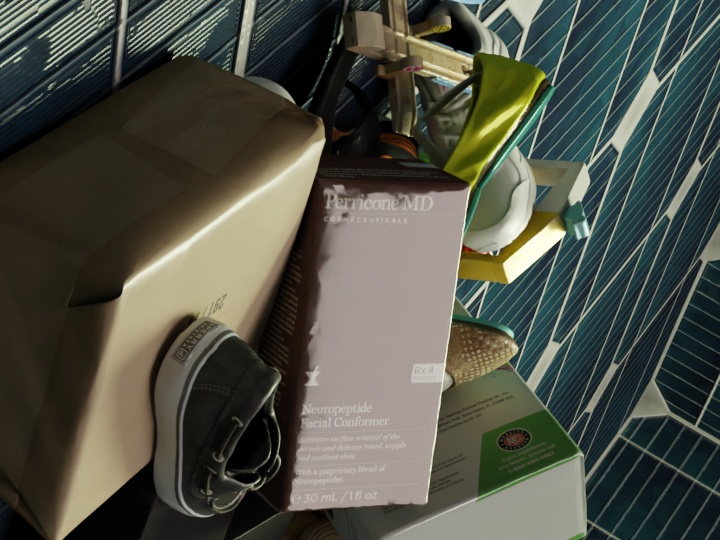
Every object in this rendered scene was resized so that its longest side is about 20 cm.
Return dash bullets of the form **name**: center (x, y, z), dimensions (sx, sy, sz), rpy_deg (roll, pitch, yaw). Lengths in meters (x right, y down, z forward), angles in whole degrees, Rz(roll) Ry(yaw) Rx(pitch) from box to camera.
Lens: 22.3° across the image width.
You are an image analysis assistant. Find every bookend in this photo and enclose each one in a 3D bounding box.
- **bookend**: center (-0.122, 0.153, 1.192), dimensions (0.199, 0.092, 0.200), rpy_deg (-25, 146, -48)

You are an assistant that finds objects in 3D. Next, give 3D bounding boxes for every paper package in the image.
- **paper package**: center (-0.126, 0.012, 0.972), dimensions (0.200, 0.103, 0.191), rpy_deg (-42, 156, -50)

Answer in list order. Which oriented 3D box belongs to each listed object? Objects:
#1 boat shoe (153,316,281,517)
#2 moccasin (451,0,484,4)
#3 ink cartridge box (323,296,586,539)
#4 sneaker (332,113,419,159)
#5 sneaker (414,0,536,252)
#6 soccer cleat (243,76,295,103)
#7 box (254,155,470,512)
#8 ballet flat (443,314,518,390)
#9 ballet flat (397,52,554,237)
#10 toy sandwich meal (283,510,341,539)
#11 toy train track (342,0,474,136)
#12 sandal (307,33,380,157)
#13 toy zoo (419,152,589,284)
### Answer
- **boat shoe**: center (-0.073, 0.094, 0.997), dimensions (0.069, 0.057, 0.200), rpy_deg (-52, 164, -23)
- **moccasin**: center (0.064, -0.227, 1.214), dimensions (0.200, 0.080, 0.068), rpy_deg (-60, 169, -67)
- **ink cartridge box**: center (0.038, 0.114, 1.215), dimensions (0.145, 0.200, 0.084), rpy_deg (-21, 131, -14)
- **sneaker**: center (0.017, -0.062, 1.305), dimensions (0.070, 0.090, 0.200), rpy_deg (-63, 164, 13)
- **sneaker**: center (0.071, -0.109, 1.327), dimensions (0.099, 0.078, 0.200), rpy_deg (47, 29, -57)
- **soccer cleat**: center (-0.082, -0.026, 1.102), dimensions (0.078, 0.069, 0.200), rpy_deg (-59, 173, -49)
- **box**: center (-0.005, 0.036, 1.071), dimensions (0.100, 0.075, 0.200), rpy_deg (0, 104, -26)
- **ballet flat**: center (0.001, 0.058, 1.169), dimensions (0.071, 0.200, 0.065), rpy_deg (57, 43, -56)
- **ballet flat**: center (0.055, -0.063, 1.171), dimensions (0.200, 0.067, 0.067), rpy_deg (-58, 180, -27)
- **toy sandwich meal**: center (0.024, 0.155, 1.303), dimensions (0.205, 0.205, 0.070), rpy_deg (-51, 154, -29)
- **toy train track**: center (0.058, -0.143, 1.225), dimensions (0.200, 0.032, 0.115), rpy_deg (9, 72, -56)
- **sandal**: center (-0.022, -0.059, 1.173), dimensions (0.075, 0.048, 0.201), rpy_deg (139, -32, -67)
- **toy zoo**: center (0.083, -0.042, 1.378), dimensions (0.131, 0.200, 0.020), rpy_deg (-48, 130, -37)
